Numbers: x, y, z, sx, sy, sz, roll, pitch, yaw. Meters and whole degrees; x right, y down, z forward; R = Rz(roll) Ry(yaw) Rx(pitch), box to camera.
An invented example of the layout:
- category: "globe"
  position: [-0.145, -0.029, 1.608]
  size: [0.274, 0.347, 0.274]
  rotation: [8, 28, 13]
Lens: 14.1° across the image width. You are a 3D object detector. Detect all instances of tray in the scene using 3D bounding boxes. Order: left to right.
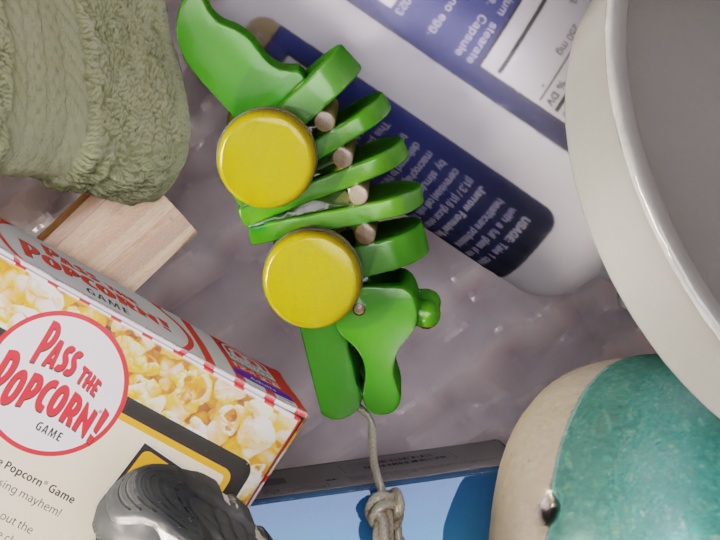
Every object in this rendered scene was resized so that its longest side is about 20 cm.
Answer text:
- category: "tray"
  position: [-0.139, 0.043, 0.956]
  size: [0.200, 0.099, 0.037]
  rotation: [-44, 94, -3]

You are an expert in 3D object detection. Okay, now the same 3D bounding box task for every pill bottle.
- category: "pill bottle"
  position: [0.050, -0.061, 0.965]
  size: [0.200, 0.111, 0.111]
  rotation: [34, 88, -6]

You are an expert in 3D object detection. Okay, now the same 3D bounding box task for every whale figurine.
- category: "whale figurine"
  position: [0.127, 0.102, 0.941]
  size: [0.200, 0.103, 0.160]
  rotation: [29, 62, -47]

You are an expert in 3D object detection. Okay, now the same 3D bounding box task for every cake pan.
- category: "cake pan"
  position: [0.137, -0.025, 0.878]
  size: [0.200, 0.037, 0.201]
  rotation: [22, 54, -33]

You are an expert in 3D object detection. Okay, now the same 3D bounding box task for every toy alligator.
- category: "toy alligator"
  position: [0.000, 0.000, 0.904]
  size: [0.054, 0.059, 0.201]
  rotation: [-20, 102, 7]

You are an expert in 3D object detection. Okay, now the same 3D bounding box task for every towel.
- category: "towel"
  position: [-0.115, -0.121, 0.865]
  size: [0.036, 0.148, 0.201]
  rotation: [-15, 78, 38]

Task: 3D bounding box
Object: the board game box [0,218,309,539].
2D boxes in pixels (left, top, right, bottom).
- category: "board game box"
  position: [-0.132, 0.087, 0.882]
  size: [0.151, 0.046, 0.200]
  rotation: [31, 97, -21]

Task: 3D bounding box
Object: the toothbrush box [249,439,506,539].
- category: "toothbrush box"
  position: [-0.003, 0.168, 0.979]
  size: [0.146, 0.085, 0.201]
  rotation: [-8, 92, -6]

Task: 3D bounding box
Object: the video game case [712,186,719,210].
- category: "video game case"
  position: [0.199, 0.018, 0.953]
  size: [0.200, 0.018, 0.144]
  rotation: [-19, 81, -48]

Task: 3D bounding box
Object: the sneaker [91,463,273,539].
- category: "sneaker"
  position: [-0.042, 0.148, 0.870]
  size: [0.084, 0.075, 0.201]
  rotation: [-24, 119, 3]
